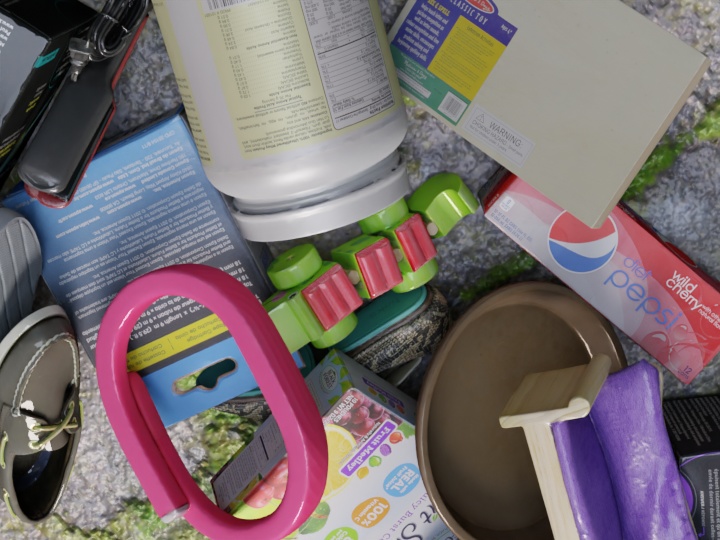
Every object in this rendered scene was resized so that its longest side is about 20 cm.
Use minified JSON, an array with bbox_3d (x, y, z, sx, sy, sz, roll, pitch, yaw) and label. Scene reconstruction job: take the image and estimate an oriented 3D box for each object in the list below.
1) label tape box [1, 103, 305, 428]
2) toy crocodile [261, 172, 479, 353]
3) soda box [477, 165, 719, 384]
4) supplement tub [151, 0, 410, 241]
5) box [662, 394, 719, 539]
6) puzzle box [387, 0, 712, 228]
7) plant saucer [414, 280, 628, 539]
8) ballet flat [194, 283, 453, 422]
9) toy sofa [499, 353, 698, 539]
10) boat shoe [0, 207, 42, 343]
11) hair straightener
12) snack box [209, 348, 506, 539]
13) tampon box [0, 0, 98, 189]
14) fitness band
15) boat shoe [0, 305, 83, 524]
[{"bbox_3d":[-0.143,0.000,0.983,0.143,0.063,0.201,-23,106,8],"label":"label tape box"},{"bbox_3d":[0.000,0.000,0.958,0.199,0.062,0.068,-34,108,-22],"label":"toy crocodile"},{"bbox_3d":[0.180,-0.010,0.980,0.200,0.063,0.070,38,103,-10],"label":"soda box"},{"bbox_3d":[-0.050,-0.135,0.899,0.144,0.145,0.201,-14,107,4],"label":"supplement tub"},{"bbox_3d":[0.324,0.160,1.009,0.198,0.106,0.123,-5,107,2],"label":"box"},{"bbox_3d":[0.116,-0.139,0.914,0.200,0.025,0.134,38,106,19],"label":"puzzle box"},{"bbox_3d":[0.117,0.107,0.987,0.199,0.029,0.202,-2,94,-32],"label":"plant saucer"},{"bbox_3d":[-0.021,0.077,1.010,0.199,0.068,0.076,-24,120,4],"label":"ballet flat"},{"bbox_3d":[0.172,0.165,0.932,0.097,0.083,0.201,-11,103,26],"label":"toy sofa"},{"bbox_3d":[-0.270,0.027,0.952,0.066,0.074,0.201,26,136,11],"label":"boat shoe"},{"bbox_3d":[-0.167,-0.139,0.905,0.041,0.077,0.201,29,78,1],"label":"hair straightener"},{"bbox_3d":[0.010,0.163,1.006,0.200,0.053,0.142,35,106,-32],"label":"snack box"},{"bbox_3d":[-0.288,-0.111,0.903,0.126,0.150,0.201,31,104,-8],"label":"tampon box"},{"bbox_3d":[-0.103,0.093,0.919,0.143,0.037,0.201,-32,84,30],"label":"fitness band"},{"bbox_3d":[-0.229,0.106,0.975,0.060,0.072,0.202,47,138,23],"label":"boat shoe"}]
